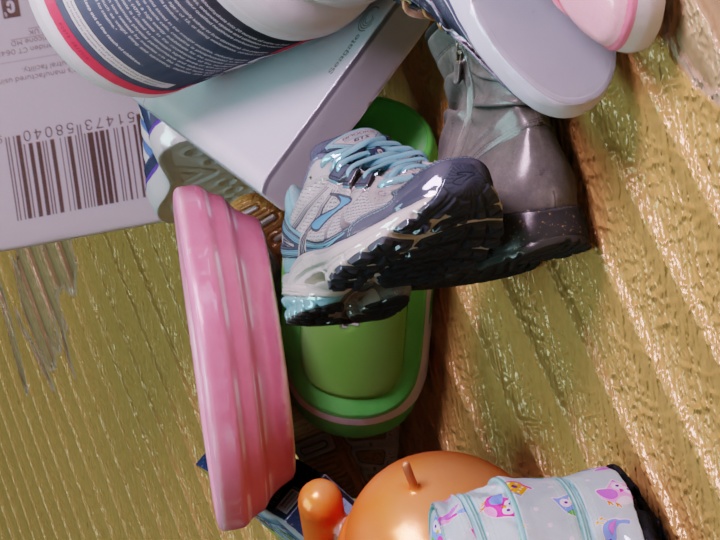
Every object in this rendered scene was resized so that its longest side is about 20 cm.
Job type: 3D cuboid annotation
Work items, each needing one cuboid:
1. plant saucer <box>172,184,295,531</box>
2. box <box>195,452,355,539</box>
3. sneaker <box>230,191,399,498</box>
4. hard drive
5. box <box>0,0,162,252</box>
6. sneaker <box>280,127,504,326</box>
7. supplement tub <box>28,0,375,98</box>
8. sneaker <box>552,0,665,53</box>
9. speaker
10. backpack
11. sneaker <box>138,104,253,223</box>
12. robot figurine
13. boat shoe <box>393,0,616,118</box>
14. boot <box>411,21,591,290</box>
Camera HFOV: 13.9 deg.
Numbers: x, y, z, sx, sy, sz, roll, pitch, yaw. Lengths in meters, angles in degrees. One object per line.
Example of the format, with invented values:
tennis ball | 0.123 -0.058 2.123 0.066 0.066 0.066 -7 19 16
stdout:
plant saucer | -0.072 0.048 1.703 0.201 0.051 0.201 172 90 -86
box | -0.016 0.164 1.797 0.137 0.038 0.200 43 172 -18
sneaker | -0.022 0.040 1.825 0.088 0.075 0.201 -37 -73 -76
hard drive | -0.048 -0.119 1.636 0.027 0.132 0.200 36 180 -31
box | -0.224 -0.131 2.104 0.171 0.198 0.201 -154 55 -70
sneaker | 0.003 -0.032 1.447 0.200 0.077 0.087 -32 67 62
supplement tub | -0.073 -0.179 1.567 0.200 0.140 0.141 -16 87 46
sneaker | 0.058 -0.175 1.312 0.075 0.104 0.201 112 142 -57
speaker | 0.000 0.000 1.663 0.200 0.088 0.089 93 157 -43
backpack | 0.093 0.195 1.435 0.167 0.126 0.201 -123 29 -57
sneaker | -0.117 -0.124 1.956 0.200 0.080 0.147 86 172 -74
robot figurine | 0.035 0.175 1.610 0.200 0.116 0.144 110 142 -51
boat shoe | 0.047 -0.140 1.385 0.201 0.071 0.091 59 152 19
boot | 0.056 -0.062 1.493 0.200 0.068 0.131 160 102 -66
